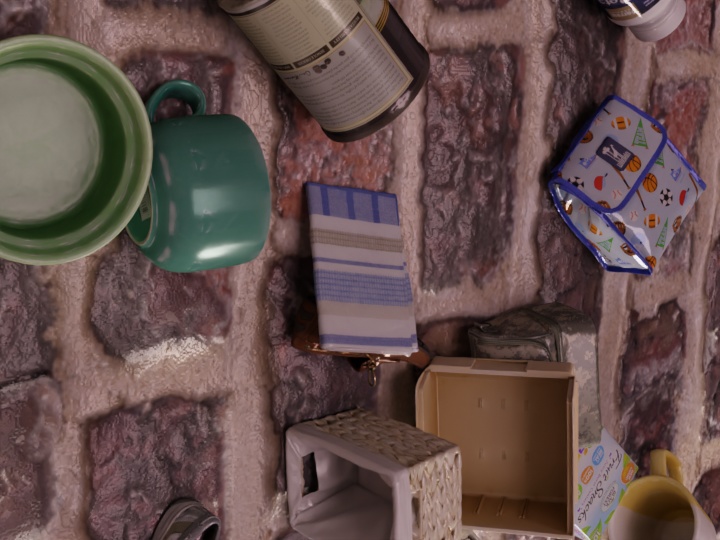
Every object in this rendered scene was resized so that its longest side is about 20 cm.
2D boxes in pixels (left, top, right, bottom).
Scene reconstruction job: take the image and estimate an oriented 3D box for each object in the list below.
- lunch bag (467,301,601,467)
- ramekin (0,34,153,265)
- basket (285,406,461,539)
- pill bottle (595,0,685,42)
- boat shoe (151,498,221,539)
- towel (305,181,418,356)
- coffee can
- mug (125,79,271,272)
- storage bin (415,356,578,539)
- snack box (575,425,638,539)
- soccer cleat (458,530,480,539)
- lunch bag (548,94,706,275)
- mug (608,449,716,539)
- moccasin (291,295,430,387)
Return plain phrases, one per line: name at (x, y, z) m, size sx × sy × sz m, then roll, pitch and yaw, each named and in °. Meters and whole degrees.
lunch bag at (0.226, 0.157, 1.486) m, size 0.165 × 0.139 × 0.204 m, roll -9°, pitch 105°, yaw -16°
ramekin at (-0.299, -0.113, 1.004) m, size 0.197 × 0.097 × 0.204 m, roll -6°, pitch 103°, yaw -28°
basket at (0.017, 0.257, 1.298) m, size 0.122 × 0.198 × 0.138 m, roll -14°, pitch 109°, yaw -40°
pill bottle at (0.358, -0.402, 1.471) m, size 0.199 × 0.110 × 0.112 m, roll 38°, pitch 77°, yaw -37°
boat shoe at (-0.216, 0.358, 1.217) m, size 0.074 × 0.064 × 0.204 m, roll 32°, pitch 80°, yaw -38°
towel at (0.000, 0.000, 1.287) m, size 0.145 × 0.024 × 0.204 m, roll 5°, pitch 72°, yaw -39°
coffee can at (-0.037, -0.258, 1.164) m, size 0.147 × 0.145 × 0.200 m, roll -54°, pitch 127°, yaw -15°
mug at (-0.181, -0.085, 1.103) m, size 0.113 × 0.185 × 0.154 m, roll -10°, pitch 131°, yaw -32°
storage bin at (0.177, 0.221, 1.393) m, size 0.094 × 0.196 × 0.202 m, roll -41°, pitch 130°, yaw -68°
snack box at (0.328, 0.302, 1.648) m, size 0.143 × 0.053 × 0.200 m, roll -54°, pitch 127°, yaw -14°
soccer cleat at (0.099, 0.350, 1.453) m, size 0.199 × 0.086 × 0.071 m, roll 28°, pitch 83°, yaw -39°
lunch bag at (0.369, -0.121, 1.544) m, size 0.200 × 0.123 × 0.171 m, roll 45°, pitch 72°, yaw -22°
mug at (0.505, 0.404, 1.751) m, size 0.153 × 0.149 × 0.188 m, roll 32°, pitch 87°, yaw -46°
moccasin at (0.003, 0.092, 1.327) m, size 0.200 × 0.073 × 0.079 m, roll 15°, pitch 103°, yaw -43°
